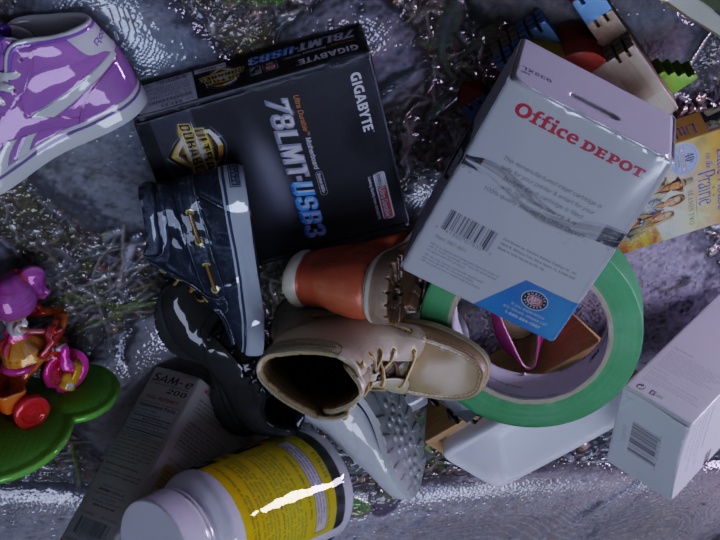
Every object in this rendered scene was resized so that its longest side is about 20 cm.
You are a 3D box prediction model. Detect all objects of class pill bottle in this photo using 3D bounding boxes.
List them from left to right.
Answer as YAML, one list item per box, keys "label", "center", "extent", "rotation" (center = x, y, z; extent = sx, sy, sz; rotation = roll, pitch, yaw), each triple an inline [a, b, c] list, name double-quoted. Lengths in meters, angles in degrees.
- label: "pill bottle"
  center: [-0.112, 0.224, 1.404]
  extent: [0.200, 0.114, 0.114]
  rotation: [-16, 146, -45]

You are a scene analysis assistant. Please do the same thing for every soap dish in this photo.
- label: "soap dish"
  center: [0.174, 0.129, 1.536]
  extent: [0.200, 0.081, 0.157]
  rotation: [-32, 147, 16]

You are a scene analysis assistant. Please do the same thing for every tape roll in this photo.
- label: "tape roll"
  center: [0.154, 0.045, 1.384]
  extent: [0.200, 0.048, 0.201]
  rotation: [4, 116, 8]

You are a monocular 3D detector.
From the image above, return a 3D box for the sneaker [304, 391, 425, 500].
- label: "sneaker"
  center: [-0.007, 0.138, 1.463]
  extent: [0.080, 0.076, 0.200]
  rotation: [-21, 110, 26]

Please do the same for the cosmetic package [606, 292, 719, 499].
- label: "cosmetic package"
  center: [0.335, 0.118, 1.515]
  extent: [0.200, 0.081, 0.113]
  rotation: [-37, 145, -33]

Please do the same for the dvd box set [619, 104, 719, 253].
- label: "dvd box set"
  center: [0.260, -0.073, 1.403]
  extent: [0.200, 0.029, 0.146]
  rotation: [-17, 145, 2]

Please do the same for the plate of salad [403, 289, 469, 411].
- label: "plate of salad"
  center: [0.012, 0.093, 1.501]
  extent: [0.200, 0.048, 0.200]
  rotation: [-8, 135, -8]

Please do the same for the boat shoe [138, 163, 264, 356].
- label: "boat shoe"
  center: [-0.132, -0.004, 1.296]
  extent: [0.091, 0.071, 0.200]
  rotation: [-7, 131, -3]

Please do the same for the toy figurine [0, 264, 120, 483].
- label: "toy figurine"
  center: [-0.315, 0.062, 1.346]
  extent: [0.200, 0.150, 0.184]
  rotation: [-21, 130, -25]

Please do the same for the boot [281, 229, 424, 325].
- label: "boot"
  center: [0.000, 0.000, 1.352]
  extent: [0.107, 0.200, 0.075]
  rotation: [4, 97, 16]

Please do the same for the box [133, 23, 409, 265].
- label: "box"
  center: [-0.072, -0.095, 1.298]
  extent: [0.198, 0.050, 0.200]
  rotation: [-14, 136, 0]

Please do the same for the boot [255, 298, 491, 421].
- label: "boot"
  center: [0.014, 0.085, 1.310]
  extent: [0.200, 0.155, 0.073]
  rotation: [18, 105, -1]

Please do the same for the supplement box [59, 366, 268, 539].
- label: "supplement box"
  center: [-0.183, 0.211, 1.464]
  extent: [0.073, 0.200, 0.126]
  rotation: [9, 154, 43]

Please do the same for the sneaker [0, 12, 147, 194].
- label: "sneaker"
  center: [-0.280, -0.133, 1.196]
  extent: [0.200, 0.073, 0.114]
  rotation: [-31, 130, 1]

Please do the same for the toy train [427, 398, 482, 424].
- label: "toy train"
  center: [0.042, 0.077, 1.438]
  extent: [0.034, 0.046, 0.200]
  rotation: [-42, 111, 16]

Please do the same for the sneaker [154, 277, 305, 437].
- label: "sneaker"
  center: [-0.112, 0.076, 1.400]
  extent: [0.091, 0.076, 0.200]
  rotation: [7, 141, 43]

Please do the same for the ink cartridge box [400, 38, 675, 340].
- label: "ink cartridge box"
  center: [0.143, -0.063, 1.246]
  extent: [0.145, 0.084, 0.200]
  rotation: [27, 124, -4]

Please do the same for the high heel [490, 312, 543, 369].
- label: "high heel"
  center: [0.137, -0.002, 1.407]
  extent: [0.067, 0.096, 0.200]
  rotation: [-10, 135, -5]

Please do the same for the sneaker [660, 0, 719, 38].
- label: "sneaker"
  center: [0.329, -0.230, 1.254]
  extent: [0.200, 0.067, 0.090]
  rotation: [22, 130, -28]

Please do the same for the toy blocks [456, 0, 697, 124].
- label: "toy blocks"
  center: [0.162, -0.153, 1.282]
  extent: [0.200, 0.100, 0.137]
  rotation: [-33, 121, 17]
